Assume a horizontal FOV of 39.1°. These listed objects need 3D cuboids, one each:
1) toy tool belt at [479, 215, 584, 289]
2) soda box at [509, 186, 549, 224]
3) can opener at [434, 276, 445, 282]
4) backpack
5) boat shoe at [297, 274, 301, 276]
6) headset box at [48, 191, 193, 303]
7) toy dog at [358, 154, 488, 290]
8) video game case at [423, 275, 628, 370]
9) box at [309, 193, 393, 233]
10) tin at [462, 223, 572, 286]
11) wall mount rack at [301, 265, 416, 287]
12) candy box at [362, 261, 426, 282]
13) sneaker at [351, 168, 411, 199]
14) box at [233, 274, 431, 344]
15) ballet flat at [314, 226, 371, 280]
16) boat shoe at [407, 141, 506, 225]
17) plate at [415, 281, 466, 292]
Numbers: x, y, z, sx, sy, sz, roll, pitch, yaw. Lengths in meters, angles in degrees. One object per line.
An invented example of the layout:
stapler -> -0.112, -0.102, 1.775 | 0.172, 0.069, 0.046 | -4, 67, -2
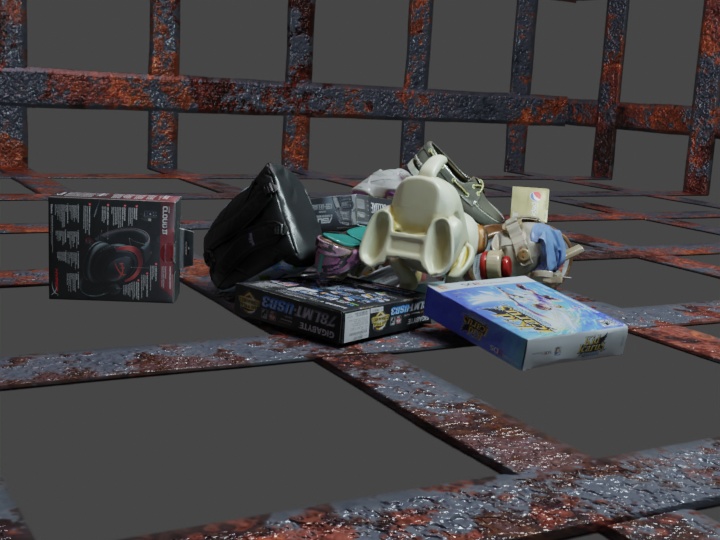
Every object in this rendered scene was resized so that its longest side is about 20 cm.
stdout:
toy tool belt -> 0.260, -0.020, 1.513 | 0.122, 0.126, 0.200 | -1, 9, 22
soda box -> 0.292, -0.067, 1.776 | 0.064, 0.068, 0.200 | 4, -26, 10
can opener -> 0.119, -0.044, 1.624 | 0.067, 0.200, 0.053 | -41, 48, -9
backpack -> -0.149, -0.041, 1.503 | 0.199, 0.164, 0.153 | -30, -20, 26
boat shoe -> -0.148, -0.017, 1.662 | 0.073, 0.076, 0.200 | -6, 5, -18
headset box -> -0.340, -0.034, 1.456 | 0.199, 0.150, 0.075 | 1, 11, -4
toy dog -> 0.102, -0.053, 1.460 | 0.139, 0.195, 0.200 | -1, -13, 24
video game case -> 0.212, 0.063, 1.324 | 0.180, 0.046, 0.200 | -6, 22, -34
box -> -0.043, -0.085, 1.613 | 0.199, 0.050, 0.157 | -2, -2, 33
tin -> 0.256, -0.017, 1.656 | 0.199, 0.113, 0.042 | -2, 23, -21
wall mount rack -> 0.000, 0.000, 1.600 | 0.173, 0.075, 0.200 | -21, 10, 2
candy box -> 0.022, -0.051, 1.748 | 0.199, 0.116, 0.055 | 11, 14, 38
sneaker -> 0.072, -0.144, 1.783 | 0.199, 0.075, 0.100 | 17, 54, 46
box -> -0.036, 0.046, 1.390 | 0.199, 0.050, 0.198 | 13, 11, 37
ballet flat -> -0.012, -0.022, 1.456 | 0.069, 0.071, 0.200 | 28, 18, 21
boat shoe -> 0.175, -0.140, 1.746 | 0.201, 0.060, 0.072 | 39, 24, 2
plate -> 0.170, 0.047, 1.516 | 0.199, 0.026, 0.200 | 2, 11, 0
